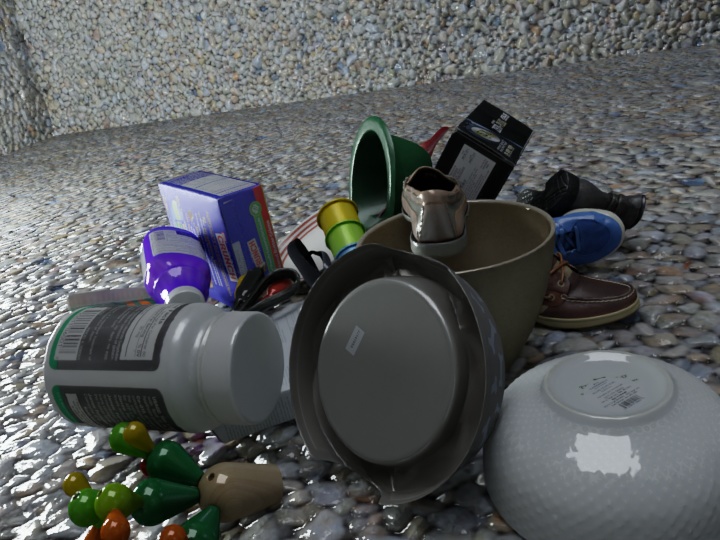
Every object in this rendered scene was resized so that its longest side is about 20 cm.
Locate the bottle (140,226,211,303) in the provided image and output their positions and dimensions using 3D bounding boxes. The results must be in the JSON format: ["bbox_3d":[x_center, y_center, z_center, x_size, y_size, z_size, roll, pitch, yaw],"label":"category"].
[{"bbox_3d":[-0.229,0.006,0.856,0.082,0.067,0.200,7,20,-24],"label":"bottle"}]

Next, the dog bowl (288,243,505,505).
[{"bbox_3d":[0.029,0.081,0.557,0.197,0.206,0.058,9,-1,40],"label":"dog bowl"}]

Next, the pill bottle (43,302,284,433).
[{"bbox_3d":[-0.176,0.088,0.623,0.195,0.116,0.113,-2,23,22],"label":"pill bottle"}]

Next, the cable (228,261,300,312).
[{"bbox_3d":[-0.131,0.055,0.799,0.095,0.051,0.202,3,38,19],"label":"cable"}]

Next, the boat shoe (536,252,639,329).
[{"bbox_3d":[0.212,0.016,0.777,0.196,0.074,0.072,3,25,30],"label":"boat shoe"}]

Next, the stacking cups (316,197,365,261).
[{"bbox_3d":[0.000,0.000,0.847,0.059,0.061,0.203,-14,52,-12],"label":"stacking cups"}]

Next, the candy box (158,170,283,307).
[{"bbox_3d":[-0.196,-0.044,0.974,0.076,0.173,0.198,-25,27,-31],"label":"candy box"}]

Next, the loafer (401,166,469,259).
[{"bbox_3d":[0.074,-0.075,0.683,0.070,0.064,0.201,-7,22,5],"label":"loafer"}]

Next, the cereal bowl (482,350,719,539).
[{"bbox_3d":[0.189,0.120,0.523,0.195,0.085,0.201,-9,21,3],"label":"cereal bowl"}]

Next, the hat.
[{"bbox_3d":[0.087,-0.124,0.925,0.172,0.206,0.165,0,-6,-21],"label":"hat"}]

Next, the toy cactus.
[{"bbox_3d":[-0.139,0.187,0.529,0.161,0.105,0.199,0,13,-29],"label":"toy cactus"}]

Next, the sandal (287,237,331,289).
[{"bbox_3d":[-0.038,0.019,0.863,0.043,0.076,0.201,-37,41,-1],"label":"sandal"}]

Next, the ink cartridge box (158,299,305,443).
[{"bbox_3d":[-0.118,0.107,0.748,0.195,0.044,0.197,-18,23,-8],"label":"ink cartridge box"}]

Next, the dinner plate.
[{"bbox_3d":[-0.061,-0.040,1.032,0.197,0.024,0.202,-30,26,16],"label":"dinner plate"}]

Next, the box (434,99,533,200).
[{"bbox_3d":[0.135,-0.102,0.912,0.085,0.202,0.164,31,33,7],"label":"box"}]

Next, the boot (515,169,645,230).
[{"bbox_3d":[0.298,-0.073,0.963,0.128,0.072,0.200,15,-8,-10],"label":"boot"}]

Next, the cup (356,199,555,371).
[{"bbox_3d":[0.102,0.029,0.698,0.195,0.147,0.201,-8,21,3],"label":"cup"}]

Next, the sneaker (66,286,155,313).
[{"bbox_3d":[-0.290,0.064,0.906,0.070,0.082,0.197,-10,-4,42],"label":"sneaker"}]

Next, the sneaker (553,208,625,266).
[{"bbox_3d":[0.226,-0.025,0.859,0.195,0.079,0.111,-3,16,28],"label":"sneaker"}]
